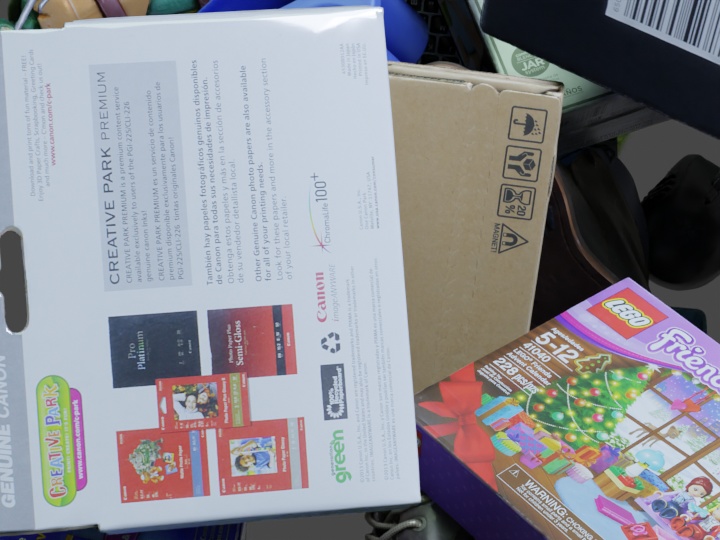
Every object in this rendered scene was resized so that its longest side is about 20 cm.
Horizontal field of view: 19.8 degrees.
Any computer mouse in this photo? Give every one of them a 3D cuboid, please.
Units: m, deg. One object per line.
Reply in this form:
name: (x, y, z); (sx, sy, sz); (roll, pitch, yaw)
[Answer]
computer mouse: (0.205, -0.056, 1.128); (0.059, 0.034, 0.200); (40, 50, 3)

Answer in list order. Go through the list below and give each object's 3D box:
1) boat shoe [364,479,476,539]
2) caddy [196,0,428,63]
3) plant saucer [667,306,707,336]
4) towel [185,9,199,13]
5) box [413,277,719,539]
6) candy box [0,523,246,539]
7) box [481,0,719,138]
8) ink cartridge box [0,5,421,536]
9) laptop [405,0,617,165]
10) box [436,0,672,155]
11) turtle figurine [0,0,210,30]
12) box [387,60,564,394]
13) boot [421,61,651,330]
boat shoe: (0.030, 0.125, 0.903); (0.074, 0.074, 0.200); (58, 44, -11)
caddy: (-0.051, -0.074, 1.016); (0.105, 0.200, 0.142); (30, 34, -37)
plant saucer: (0.077, 0.040, 1.042); (0.198, 0.019, 0.070); (5, 46, 0)
towel: (-0.149, -0.189, 1.163); (0.200, 0.018, 0.086); (42, 94, 7)
box: (0.127, 0.092, 0.842); (0.136, 0.039, 0.200); (-26, 47, -29)
candy box: (-0.156, 0.156, 0.864); (0.198, 0.077, 0.170); (9, 46, 0)
box: (0.194, -0.147, 0.922); (0.199, 0.125, 0.196); (28, 35, 25)
ink cartridge box: (-0.074, 0.001, 0.839); (0.174, 0.084, 0.202); (-3, 87, -12)
laptop: (0.055, -0.103, 1.111); (0.186, 0.202, 0.116); (6, 8, -1)
box: (0.097, -0.167, 1.099); (0.116, 0.060, 0.201); (-19, 72, -9)
turtle figurine: (-0.135, -0.141, 1.093); (0.199, 0.150, 0.101); (-34, 44, -5)
box: (0.000, 0.000, 0.949); (0.162, 0.201, 0.021); (7, 25, 2)
boot: (0.084, -0.034, 0.998); (0.074, 0.201, 0.097); (-22, 27, 25)
